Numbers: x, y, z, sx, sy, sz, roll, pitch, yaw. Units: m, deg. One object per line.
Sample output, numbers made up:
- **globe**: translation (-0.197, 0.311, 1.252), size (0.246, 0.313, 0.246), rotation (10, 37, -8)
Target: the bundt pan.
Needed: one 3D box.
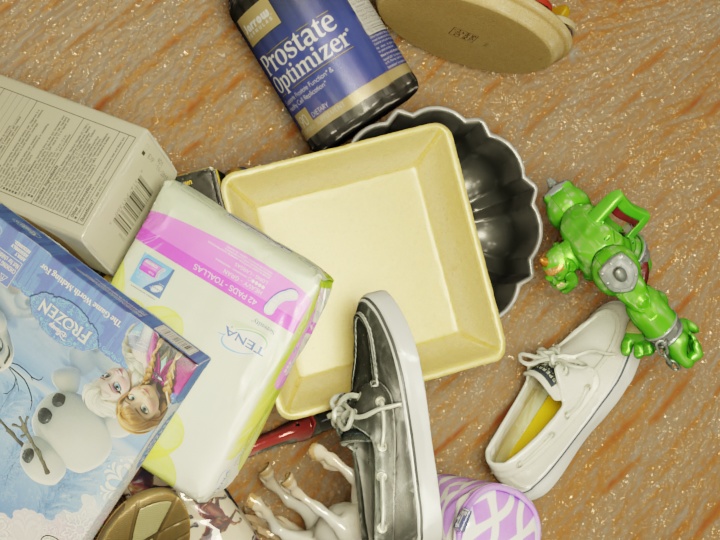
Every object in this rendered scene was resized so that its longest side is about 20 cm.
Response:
- **bundt pan**: translation (0.055, -0.038, 1.177), size (0.199, 0.076, 0.205), rotation (1, 86, -12)

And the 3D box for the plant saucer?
- **plant saucer**: translation (0.000, 0.000, 1.099), size (0.197, 0.048, 0.203), rotation (-15, 89, -13)

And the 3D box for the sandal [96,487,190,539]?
- **sandal**: translation (-0.186, 0.241, 1.055), size (0.079, 0.202, 0.054), rotation (-11, 44, -30)

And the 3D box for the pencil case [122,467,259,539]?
- **pencil case**: translation (-0.141, 0.212, 1.099), size (0.089, 0.078, 0.201), rotation (-33, 92, -1)

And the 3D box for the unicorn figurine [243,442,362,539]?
- **unicorn figurine**: translation (-0.017, 0.209, 1.074), size (0.137, 0.200, 0.074), rotation (46, 72, -10)

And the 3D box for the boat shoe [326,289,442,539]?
- **boat shoe**: translation (0.010, 0.116, 1.022), size (0.067, 0.074, 0.202), rotation (-5, 82, -19)

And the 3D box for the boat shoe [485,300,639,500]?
- **boat shoe**: translation (0.173, 0.099, 1.187), size (0.203, 0.074, 0.086), rotation (-53, 128, -8)

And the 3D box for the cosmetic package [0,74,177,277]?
- **cosmetic package**: translation (-0.257, -0.082, 1.055), size (0.198, 0.071, 0.106), rotation (23, 72, 23)

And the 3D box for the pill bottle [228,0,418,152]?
- **pill bottle**: translation (-0.044, -0.213, 1.156), size (0.111, 0.112, 0.201), rotation (-33, 92, -16)

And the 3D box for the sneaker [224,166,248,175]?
- **sneaker**: translation (-0.075, 0.010, 1.153), size (0.087, 0.075, 0.203), rotation (-9, 89, -30)

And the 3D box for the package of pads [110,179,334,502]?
- **package of pads**: translation (-0.126, 0.056, 1.025), size (0.153, 0.068, 0.202), rotation (30, 93, 8)

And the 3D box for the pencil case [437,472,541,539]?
- **pencil case**: translation (0.067, 0.209, 1.092), size (0.083, 0.199, 0.087), rotation (22, 79, -22)

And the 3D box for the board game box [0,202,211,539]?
- **board game box**: translation (-0.245, 0.090, 0.983), size (0.199, 0.043, 0.200), rotation (35, 98, 5)

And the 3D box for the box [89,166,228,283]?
- **box**: translation (-0.188, 0.019, 1.091), size (0.197, 0.049, 0.162), rotation (-14, 85, 6)

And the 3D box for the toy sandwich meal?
- **toy sandwich meal**: translation (0.094, -0.237, 1.161), size (0.203, 0.205, 0.071), rotation (20, 81, -11)

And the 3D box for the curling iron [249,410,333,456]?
- **curling iron**: translation (-0.052, 0.126, 1.159), size (0.197, 0.026, 0.050), rotation (-12, 90, -16)

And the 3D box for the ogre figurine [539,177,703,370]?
- **ogre figurine**: translation (0.214, -0.010, 1.150), size (0.120, 0.097, 0.202), rotation (43, 31, -40)
